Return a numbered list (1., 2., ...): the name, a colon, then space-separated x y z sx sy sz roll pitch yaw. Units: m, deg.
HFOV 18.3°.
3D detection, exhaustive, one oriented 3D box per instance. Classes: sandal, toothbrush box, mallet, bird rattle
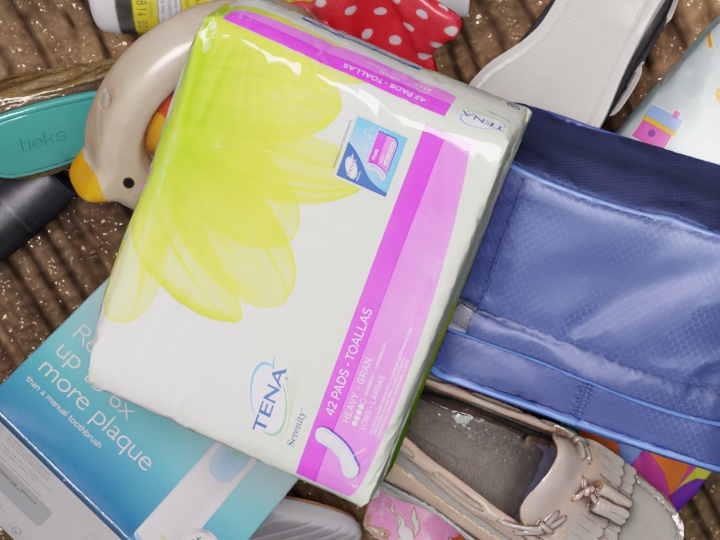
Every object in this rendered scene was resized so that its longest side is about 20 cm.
1. sandal: -0.098 0.119 1.257 0.205 0.060 0.079 14 144 -21
2. toothbrush box: -0.099 0.073 1.177 0.146 0.200 0.085 45 139 -2
3. mallet: -0.250 -0.088 1.241 0.200 0.041 0.066 42 95 -1
4. bird rattle: -0.052 -0.077 1.086 0.200 0.162 0.113 -47 58 37

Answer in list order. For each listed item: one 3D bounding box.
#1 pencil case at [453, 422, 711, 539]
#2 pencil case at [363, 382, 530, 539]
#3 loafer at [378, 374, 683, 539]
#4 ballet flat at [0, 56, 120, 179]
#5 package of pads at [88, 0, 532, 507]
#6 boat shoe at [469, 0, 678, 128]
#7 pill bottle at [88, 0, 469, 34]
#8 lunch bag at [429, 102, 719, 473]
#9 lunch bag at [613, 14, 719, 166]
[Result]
1. pencil case: 0.120 0.127 1.193 0.200 0.088 0.088 -44 97 -22
2. pencil case: 0.059 0.062 1.234 0.086 0.083 0.202 17 101 27
3. loafer: 0.073 0.100 1.106 0.199 0.063 0.072 23 65 -6
4. ballet flat: -0.116 -0.094 1.212 0.198 0.072 0.068 -12 122 -6
5. package of pads: -0.030 -0.010 1.016 0.154 0.068 0.201 23 114 8
6. boat shoe: 0.112 -0.109 1.196 0.074 0.060 0.201 29 85 16
7. pill bottle: -0.041 -0.177 1.180 0.198 0.111 0.112 2 99 2
8. lunch bag: 0.115 0.011 1.088 0.199 0.136 0.133 18 108 4
9. lunch bag: 0.228 -0.027 1.195 0.200 0.122 0.171 41 97 1
